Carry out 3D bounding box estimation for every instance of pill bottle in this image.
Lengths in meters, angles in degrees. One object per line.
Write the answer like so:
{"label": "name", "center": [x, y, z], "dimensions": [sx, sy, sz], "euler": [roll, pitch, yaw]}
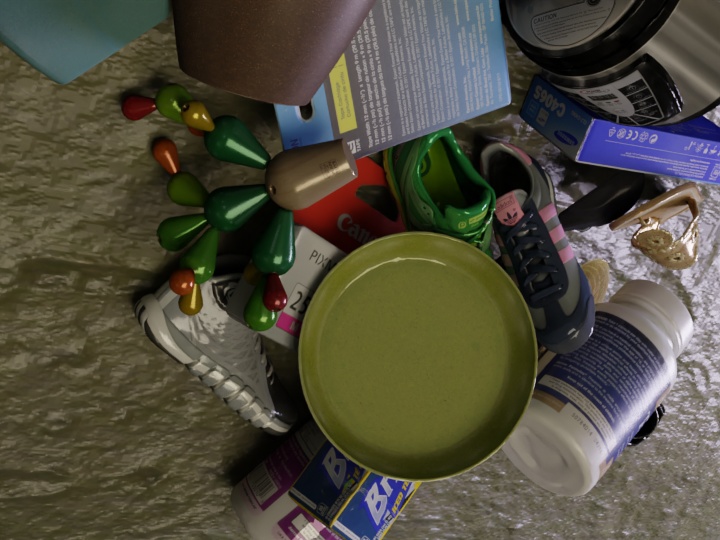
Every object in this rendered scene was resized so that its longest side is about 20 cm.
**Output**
{"label": "pill bottle", "center": [0.220, 0.101, 1.138], "dimensions": [0.200, 0.110, 0.112], "euler": [-43, 135, -28]}
{"label": "pill bottle", "center": [-0.015, 0.186, 1.162], "dimensions": [0.200, 0.112, 0.112], "euler": [-41, 131, 0]}

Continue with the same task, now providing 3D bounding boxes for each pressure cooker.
{"label": "pressure cooker", "center": [0.207, -0.223, 0.985], "dimensions": [0.199, 0.179, 0.176], "euler": [21, 118, -42]}

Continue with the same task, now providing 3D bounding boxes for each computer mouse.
{"label": "computer mouse", "center": [0.180, -0.030, 1.143], "dimensions": [0.199, 0.034, 0.059], "euler": [-35, 176, 26]}

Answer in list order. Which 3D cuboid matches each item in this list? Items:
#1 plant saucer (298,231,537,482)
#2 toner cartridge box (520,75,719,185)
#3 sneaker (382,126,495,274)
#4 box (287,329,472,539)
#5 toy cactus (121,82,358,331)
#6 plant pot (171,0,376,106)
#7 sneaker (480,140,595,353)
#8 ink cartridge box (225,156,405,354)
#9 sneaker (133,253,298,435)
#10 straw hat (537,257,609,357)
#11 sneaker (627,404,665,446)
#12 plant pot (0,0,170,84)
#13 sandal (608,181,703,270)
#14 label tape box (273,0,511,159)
{"label": "plant saucer", "center": [0.046, 0.070, 1.013], "dimensions": [0.198, 0.031, 0.202], "euler": [1, 86, -9]}
{"label": "toner cartridge box", "center": [0.252, -0.126, 1.128], "dimensions": [0.198, 0.095, 0.043], "euler": [5, 117, -32]}
{"label": "sneaker", "center": [0.077, -0.033, 1.052], "dimensions": [0.074, 0.083, 0.201], "euler": [-28, 104, -20]}
{"label": "box", "center": [0.030, 0.138, 1.066], "dimensions": [0.201, 0.064, 0.070], "euler": [-54, 134, -10]}
{"label": "toy cactus", "center": [-0.085, -0.057, 0.923], "dimensions": [0.164, 0.102, 0.202], "euler": [-21, 89, 12]}
{"label": "plant pot", "center": [-0.051, -0.219, 0.817], "dimensions": [0.185, 0.187, 0.202], "euler": [5, 110, -32]}
{"label": "sneaker", "center": [0.142, -0.023, 1.067], "dimensions": [0.070, 0.201, 0.082], "euler": [-30, 143, 20]}
{"label": "ink cartridge box", "center": [0.000, 0.000, 1.058], "dimensions": [0.199, 0.043, 0.175], "euler": [31, 85, -44]}
{"label": "sneaker", "center": [-0.090, 0.055, 1.062], "dimensions": [0.116, 0.075, 0.200], "euler": [-46, 130, 0]}
{"label": "straw hat", "center": [0.150, 0.050, 1.187], "dimensions": [0.201, 0.085, 0.202], "euler": [-43, 152, -29]}
{"label": "sneaker", "center": [0.270, 0.141, 1.279], "dimensions": [0.071, 0.099, 0.200], "euler": [-58, 151, 7]}
{"label": "plant pot", "center": [-0.211, -0.227, 0.770], "dimensions": [0.141, 0.141, 0.201], "euler": [-34, 138, -7]}
{"label": "sandal", "center": [0.295, -0.036, 1.156], "dimensions": [0.077, 0.070, 0.211], "euler": [-30, 174, 25]}
{"label": "label tape box", "center": [0.013, -0.174, 0.975], "dimensions": [0.198, 0.066, 0.144], "euler": [-20, 122, -14]}
